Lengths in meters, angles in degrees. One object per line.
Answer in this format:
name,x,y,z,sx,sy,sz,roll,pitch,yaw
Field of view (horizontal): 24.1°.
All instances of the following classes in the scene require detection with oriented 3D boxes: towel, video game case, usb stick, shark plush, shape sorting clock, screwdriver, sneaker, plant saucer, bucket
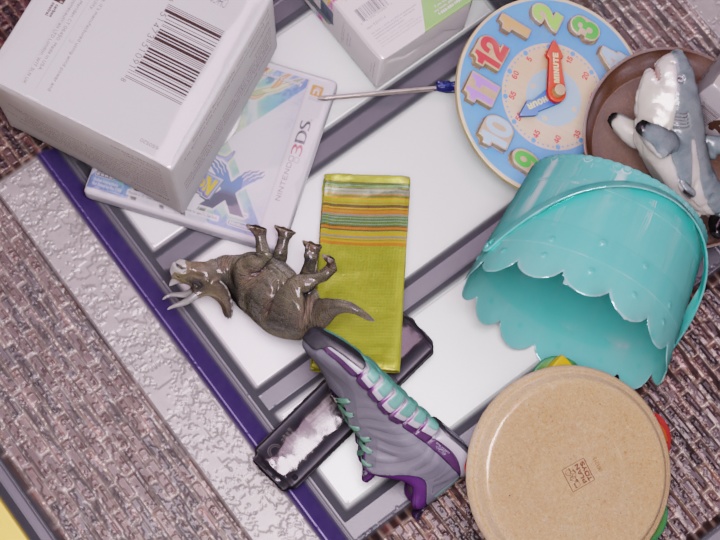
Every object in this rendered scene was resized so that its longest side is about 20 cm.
towel,0.000,0.000,1.578,0.086,0.018,0.201,-1,66,9
video game case,-0.143,-0.127,1.630,0.199,0.022,0.183,17,74,4
usb stick,-0.014,0.119,1.556,0.055,0.033,0.200,44,77,8
shark plush,0.314,-0.099,1.543,0.083,0.091,0.200,-37,92,-3
shape sorting clock,0.186,-0.168,1.624,0.199,0.039,0.201,3,78,-13
screwdriver,0.058,-0.180,1.641,0.199,0.028,0.029,-1,103,-7
sneaker,0.010,0.139,1.503,0.200,0.074,0.088,42,91,-13
plant saucer,0.301,-0.114,1.612,0.200,0.034,0.201,3,75,-13
bucket,0.207,-0.001,1.513,0.207,0.207,0.135,23,70,6

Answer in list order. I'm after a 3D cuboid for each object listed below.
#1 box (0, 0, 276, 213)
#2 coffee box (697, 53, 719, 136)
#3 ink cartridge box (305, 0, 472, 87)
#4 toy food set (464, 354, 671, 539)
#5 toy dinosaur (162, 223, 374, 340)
box,-0.208,-0.195,1.569,0.200,0.131,0.199,26,75,7
coffee box,0.418,-0.137,1.588,0.200,0.080,0.114,39,70,-3
ink cartridge box,0.002,-0.296,1.657,0.117,0.067,0.200,-35,78,-14
toy food set,0.189,0.182,1.508,0.198,0.049,0.200,-44,96,-12
toy dinosaur,-0.073,0.019,1.553,0.200,0.077,0.103,24,101,15
